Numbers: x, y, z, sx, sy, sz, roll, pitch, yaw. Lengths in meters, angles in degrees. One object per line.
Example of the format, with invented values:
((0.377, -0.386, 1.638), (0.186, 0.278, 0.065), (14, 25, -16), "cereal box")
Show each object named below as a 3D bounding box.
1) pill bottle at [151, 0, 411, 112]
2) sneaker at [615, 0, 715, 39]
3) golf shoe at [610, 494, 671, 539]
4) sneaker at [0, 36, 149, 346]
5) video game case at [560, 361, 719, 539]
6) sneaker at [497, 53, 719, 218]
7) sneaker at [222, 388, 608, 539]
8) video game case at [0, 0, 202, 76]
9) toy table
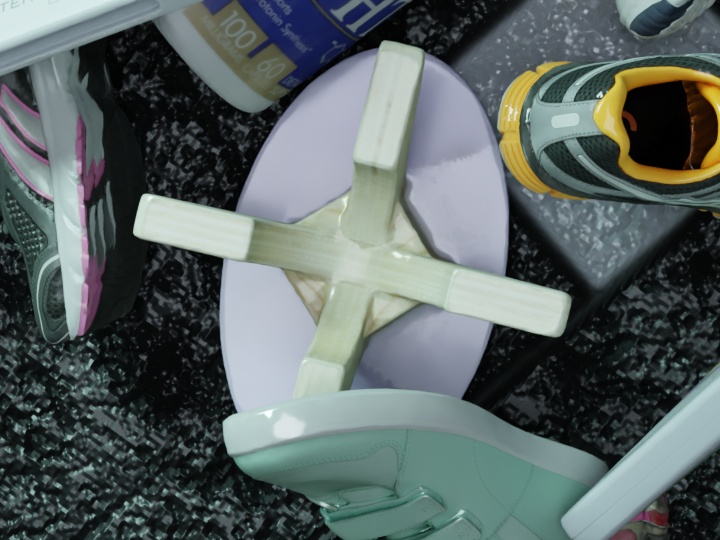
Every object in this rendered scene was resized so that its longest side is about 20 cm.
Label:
((-0.003, -0.171, 1.023), (0.200, 0.120, 0.120), (-36, 89, 11), "pill bottle")
((0.135, -0.212, 1.043), (0.129, 0.079, 0.200), (33, 107, 15), "sneaker")
((0.046, 0.157, 1.064), (0.199, 0.073, 0.093), (-11, 93, 5), "golf shoe")
((-0.152, -0.064, 1.081), (0.086, 0.080, 0.201), (-9, 83, 17), "sneaker")
((0.181, 0.016, 0.942), (0.022, 0.182, 0.200), (47, 137, 6), "video game case")
((0.162, -0.058, 1.022), (0.199, 0.077, 0.079), (-5, 90, -21), "sneaker")
((0.028, 0.117, 0.942), (0.074, 0.200, 0.119), (-16, 64, 44), "sneaker")
((-0.118, -0.178, 1.009), (0.182, 0.023, 0.201), (-17, 54, 25), "video game case")
((0.000, 0.000, 1.040), (0.183, 0.117, 0.201), (2, 91, 5), "toy table")
